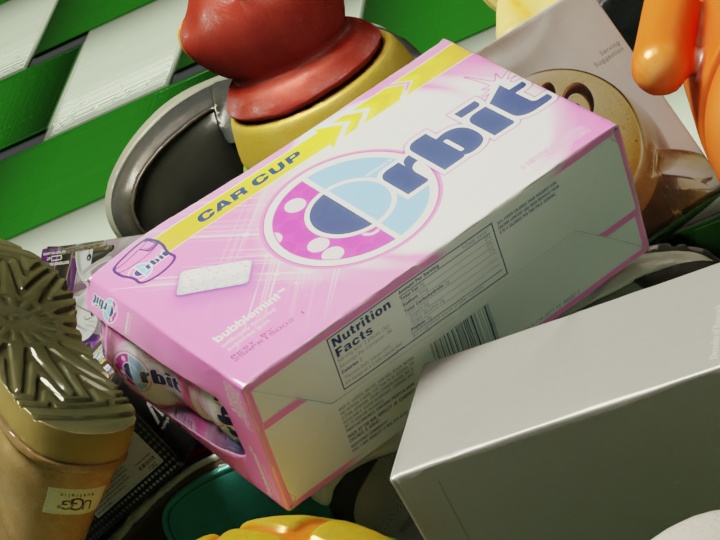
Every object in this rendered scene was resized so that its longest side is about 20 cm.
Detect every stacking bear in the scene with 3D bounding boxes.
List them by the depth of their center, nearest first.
[{"bbox_3d":[-0.018,-0.074,1.342,0.113,0.200,0.122,-19,25,23],"label":"stacking bear"}]

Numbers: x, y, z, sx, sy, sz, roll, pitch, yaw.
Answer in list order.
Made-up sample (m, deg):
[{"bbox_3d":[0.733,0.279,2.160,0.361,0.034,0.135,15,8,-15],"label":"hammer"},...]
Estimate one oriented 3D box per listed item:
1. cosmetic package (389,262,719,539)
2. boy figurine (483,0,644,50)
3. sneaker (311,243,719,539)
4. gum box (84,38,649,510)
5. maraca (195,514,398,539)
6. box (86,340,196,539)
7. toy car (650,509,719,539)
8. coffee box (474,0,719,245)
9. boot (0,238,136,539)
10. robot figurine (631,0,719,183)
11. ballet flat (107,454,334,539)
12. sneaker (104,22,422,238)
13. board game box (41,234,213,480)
[{"bbox_3d":[0.122,0.065,1.012,0.200,0.107,0.090,-23,23,20],"label":"cosmetic package"},{"bbox_3d":[0.123,-0.155,1.525,0.124,0.065,0.200,-36,27,-8],"label":"boy figurine"},{"bbox_3d":[0.072,0.057,1.141,0.200,0.079,0.074,-32,-14,-16],"label":"sneaker"},{"bbox_3d":[0.000,0.000,1.105,0.200,0.066,0.113,-35,39,-21],"label":"gum box"},{"bbox_3d":[-0.057,0.162,1.017,0.200,0.107,0.137,-32,25,-6],"label":"maraca"},{"bbox_3d":[-0.142,0.096,1.236,0.200,0.044,0.160,-41,10,22],"label":"box"},{"bbox_3d":[0.162,0.151,0.755,0.200,0.175,0.150,-5,67,44],"label":"toy car"},{"bbox_3d":[0.043,-0.022,1.234,0.200,0.113,0.080,-32,-5,-17],"label":"coffee box"},{"bbox_3d":[-0.161,0.107,1.114,0.066,0.201,0.175,5,27,-27],"label":"boot"},{"bbox_3d":[0.197,-0.080,1.203,0.117,0.144,0.200,-36,18,13],"label":"robot figurine"},{"bbox_3d":[-0.080,0.123,1.190,0.200,0.070,0.069,-34,23,-2],"label":"ballet flat"},{"bbox_3d":[-0.044,-0.074,1.531,0.200,0.075,0.106,-34,21,-14],"label":"sneaker"},{"bbox_3d":[-0.086,0.040,1.326,0.200,0.032,0.120,-7,74,42],"label":"board game box"}]
